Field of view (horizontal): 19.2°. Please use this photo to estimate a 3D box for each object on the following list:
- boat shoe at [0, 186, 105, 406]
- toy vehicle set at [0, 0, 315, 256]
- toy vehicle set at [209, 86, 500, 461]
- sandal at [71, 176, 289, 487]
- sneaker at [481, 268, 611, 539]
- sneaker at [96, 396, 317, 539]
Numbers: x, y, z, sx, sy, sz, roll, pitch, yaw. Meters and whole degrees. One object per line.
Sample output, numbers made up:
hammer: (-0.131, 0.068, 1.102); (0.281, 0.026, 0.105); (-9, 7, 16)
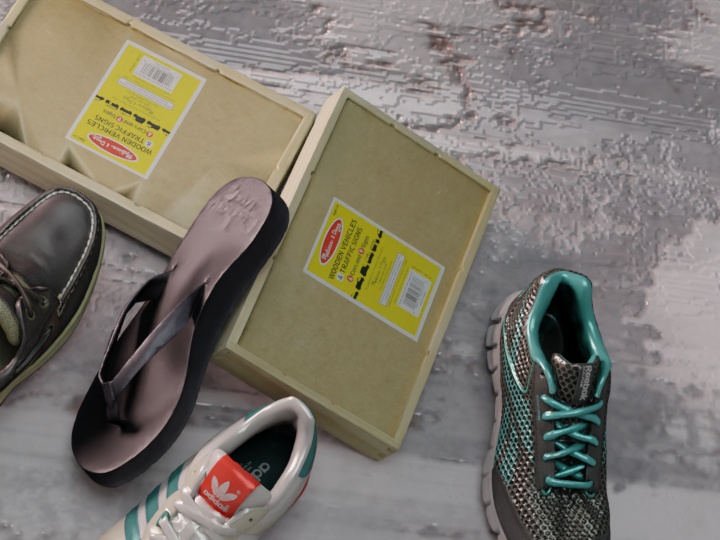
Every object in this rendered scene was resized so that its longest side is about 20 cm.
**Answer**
boat shoe: (-0.208, 0.030, 1.211); (0.072, 0.066, 0.201); (35, 68, 1)
toy vehicle set: (-0.142, -0.091, 1.314); (0.200, 0.027, 0.124); (28, 60, 1)
toy vehicle set: (0.000, 0.000, 1.290); (0.124, 0.027, 0.200); (33, 59, -16)
sandal: (-0.114, 0.029, 1.222); (0.043, 0.076, 0.200); (41, 69, -42)
sneaker: (0.115, 0.087, 1.257); (0.077, 0.091, 0.200); (0, 63, -13)
sneaker: (-0.096, 0.140, 1.175); (0.070, 0.093, 0.200); (42, 61, 10)
